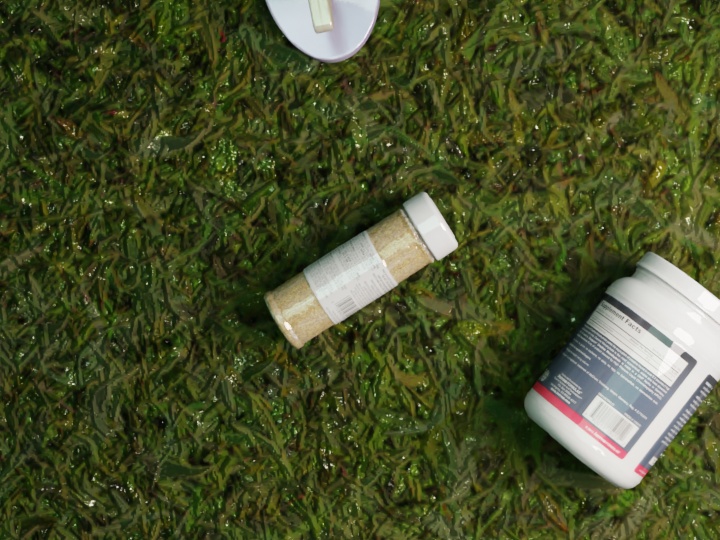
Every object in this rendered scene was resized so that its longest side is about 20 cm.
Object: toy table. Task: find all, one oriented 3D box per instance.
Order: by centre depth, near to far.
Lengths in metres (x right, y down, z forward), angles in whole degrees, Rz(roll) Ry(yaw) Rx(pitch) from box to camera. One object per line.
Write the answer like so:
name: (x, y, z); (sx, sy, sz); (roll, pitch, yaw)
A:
toy table: (-0.047, -0.320, 1.685); (0.183, 0.117, 0.201); (-23, 85, 4)

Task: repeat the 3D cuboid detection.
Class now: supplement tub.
supplement tub: (0.268, 0.098, 1.632); (0.140, 0.140, 0.201); (38, 92, 5)

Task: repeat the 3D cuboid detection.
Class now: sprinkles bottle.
sprinkles bottle: (0.000, 0.000, 1.694); (0.199, 0.068, 0.069); (-33, 86, 3)
